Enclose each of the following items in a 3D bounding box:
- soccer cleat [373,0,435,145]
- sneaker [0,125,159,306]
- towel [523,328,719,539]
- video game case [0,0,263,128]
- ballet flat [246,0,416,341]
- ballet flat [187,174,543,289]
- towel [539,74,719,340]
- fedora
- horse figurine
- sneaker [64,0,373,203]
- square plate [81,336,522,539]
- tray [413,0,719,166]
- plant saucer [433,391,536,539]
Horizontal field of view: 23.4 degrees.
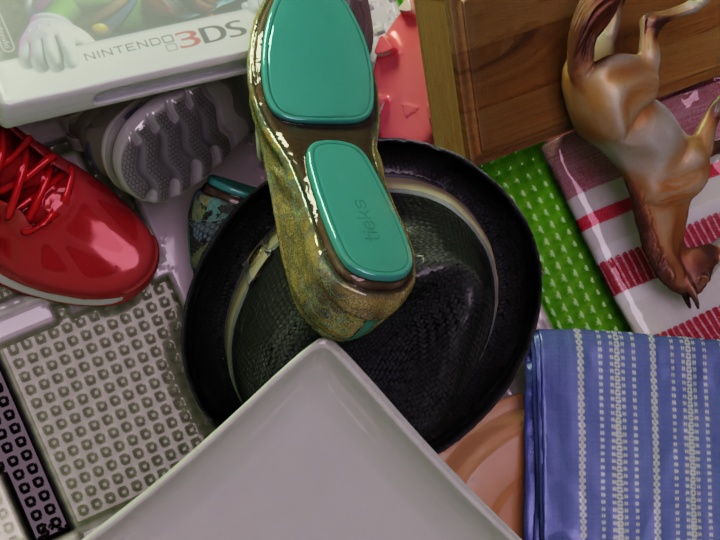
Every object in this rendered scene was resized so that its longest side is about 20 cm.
[{"bbox_3d":[0.059,-0.159,1.007,0.066,0.076,0.201,11,87,28],"label":"soccer cleat"},{"bbox_3d":[-0.193,-0.051,0.892,0.199,0.116,0.079,26,74,-4],"label":"sneaker"},{"bbox_3d":[0.185,0.108,0.961,0.199,0.024,0.145,5,73,-13],"label":"towel"},{"bbox_3d":[-0.133,-0.176,0.909,0.181,0.023,0.200,-16,63,-23],"label":"video game case"},{"bbox_3d":[-0.022,-0.052,0.841,0.070,0.071,0.201,-5,55,-14],"label":"ballet flat"},{"bbox_3d":[0.000,0.000,0.959,0.199,0.074,0.075,13,74,-8],"label":"ballet flat"},{"bbox_3d":[0.209,-0.012,1.017,0.144,0.023,0.201,-22,79,-17],"label":"towel"},{"bbox_3d":[0.005,0.036,0.887,0.200,0.092,0.201,-2,110,-5],"label":"fedora"},{"bbox_3d":[0.165,-0.092,0.966,0.133,0.050,0.200,-50,124,-15],"label":"horse figurine"},{"bbox_3d":[-0.076,-0.112,0.956,0.200,0.082,0.075,-32,128,-34],"label":"sneaker"},{"bbox_3d":[-0.029,0.157,0.866,0.200,0.028,0.198,-40,111,9],"label":"square plate"},{"bbox_3d":[0.124,-0.135,0.980,0.199,0.037,0.099,-21,113,-29],"label":"tray"},{"bbox_3d":[0.116,0.163,0.956,0.199,0.032,0.201,3,76,-13],"label":"plant saucer"}]
